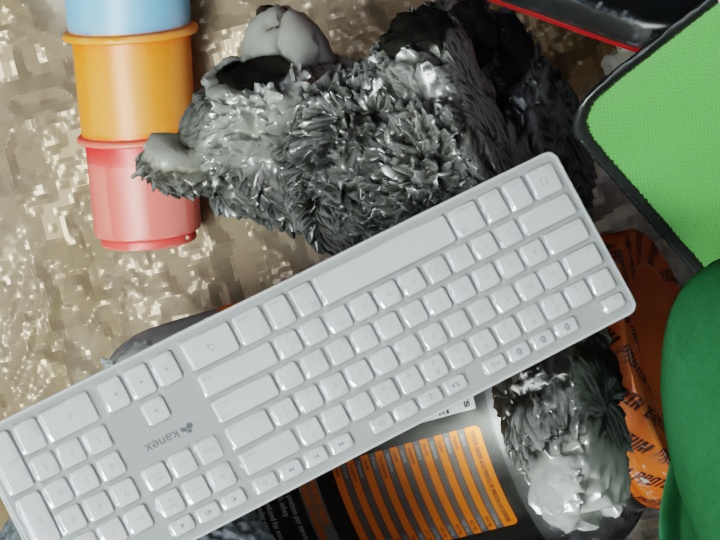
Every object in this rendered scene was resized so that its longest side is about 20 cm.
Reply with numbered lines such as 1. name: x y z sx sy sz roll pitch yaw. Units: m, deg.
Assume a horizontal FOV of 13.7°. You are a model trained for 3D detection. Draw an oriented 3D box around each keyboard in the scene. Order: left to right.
1. keyboard: -0.014 0.030 0.885 0.200 0.011 0.056 -26 90 -17

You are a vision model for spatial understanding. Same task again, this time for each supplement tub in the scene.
1. supplement tub: 0.017 0.057 1.059 0.200 0.123 0.123 -15 95 20

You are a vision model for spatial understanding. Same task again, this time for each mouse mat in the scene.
1. mouse mat: 0.173 -0.045 0.963 0.161 0.200 0.008 -38 43 8

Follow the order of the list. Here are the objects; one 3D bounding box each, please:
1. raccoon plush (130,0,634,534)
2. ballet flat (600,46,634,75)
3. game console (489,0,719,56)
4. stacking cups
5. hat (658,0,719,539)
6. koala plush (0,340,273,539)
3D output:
1. raccoon plush: 0.000 0.000 0.971 0.134 0.097 0.200 -22 58 29
2. ballet flat: 0.163 -0.102 1.009 0.200 0.072 0.072 -35 88 19
3. game console: 0.067 -0.179 0.978 0.200 0.172 0.119 23 134 31
4. stacking cups: -0.085 -0.109 1.102 0.060 0.061 0.200 1 106 18
5. hat: 0.112 0.024 0.879 0.166 0.176 0.200 -33 47 23
6. koala plush: -0.048 0.138 0.945 0.184 0.177 0.200 -15 124 41
